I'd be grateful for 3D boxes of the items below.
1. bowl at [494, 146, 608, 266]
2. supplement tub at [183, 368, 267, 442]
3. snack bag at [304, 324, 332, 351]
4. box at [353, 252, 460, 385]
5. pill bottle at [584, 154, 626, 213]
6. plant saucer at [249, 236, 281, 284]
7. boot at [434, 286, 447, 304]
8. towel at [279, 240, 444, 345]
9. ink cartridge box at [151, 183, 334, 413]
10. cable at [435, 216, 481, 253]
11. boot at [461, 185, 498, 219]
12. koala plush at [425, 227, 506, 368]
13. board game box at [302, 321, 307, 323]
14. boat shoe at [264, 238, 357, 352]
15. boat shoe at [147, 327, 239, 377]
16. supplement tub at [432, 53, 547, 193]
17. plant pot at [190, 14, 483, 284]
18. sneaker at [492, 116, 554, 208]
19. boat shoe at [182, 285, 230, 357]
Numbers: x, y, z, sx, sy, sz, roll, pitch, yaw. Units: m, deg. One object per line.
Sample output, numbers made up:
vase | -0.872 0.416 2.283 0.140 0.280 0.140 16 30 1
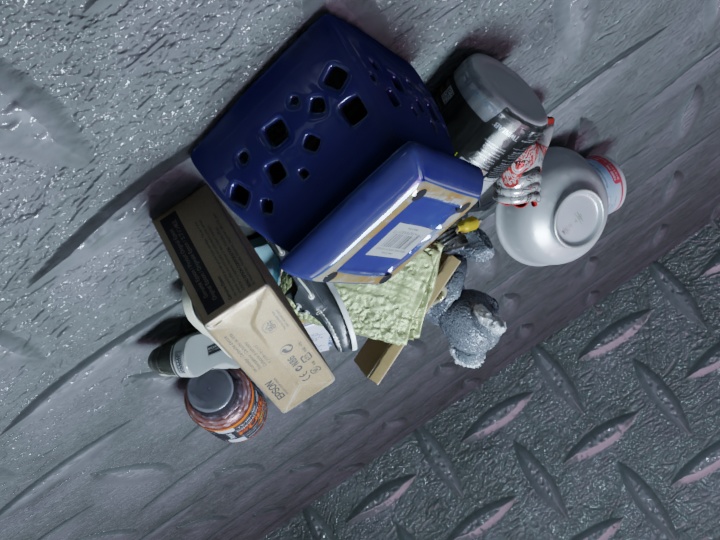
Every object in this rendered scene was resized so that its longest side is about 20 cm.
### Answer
bowl | 0.321 -0.091 1.383 0.201 0.201 0.090 -30 -155 -14
supplement tub | -0.212 0.204 1.362 0.107 0.107 0.200 -32 162 -6
snack bag | -0.053 0.098 1.414 0.200 0.021 0.189 -16 162 -10
box | 0.062 0.061 1.235 0.200 0.021 0.163 -56 -173 -2
pill bottle | 0.357 -0.124 1.510 0.200 0.109 0.109 -23 159 -30
plant saucer | -0.138 0.012 1.137 0.070 0.019 0.200 -18 155 -18
boot | 0.066 0.011 1.350 0.075 0.107 0.200 -48 157 22
towel | -0.002 0.011 1.109 0.036 0.200 0.149 -113 -143 -71
ink cartridge box | -0.120 0.033 0.917 0.075 0.165 0.200 -34 141 -3
cable | 0.126 -0.053 1.363 0.097 0.050 0.200 -24 174 21
boot | 0.128 -0.110 1.244 0.200 0.066 0.165 -20 155 -25
koala plush | 0.166 0.063 1.504 0.184 0.200 0.177 -23 159 -29
board game box | 0.000 0.000 1.208 0.135 0.035 0.200 3 137 -28
boat shoe | -0.064 0.015 1.043 0.060 0.200 0.076 -26 -171 -10
boat shoe | -0.217 0.105 1.192 0.064 0.071 0.200 -6 179 19
supplement tub | 0.112 -0.143 1.026 0.122 0.123 0.200 -9 150 -52
plant pot | -0.008 -0.097 0.852 0.200 0.180 0.200 -42 160 20
sneaker | 0.213 -0.145 1.153 0.067 0.108 0.201 4 -163 18
boat shoe | -0.155 0.064 1.115 0.068 0.072 0.200 -17 153 10
